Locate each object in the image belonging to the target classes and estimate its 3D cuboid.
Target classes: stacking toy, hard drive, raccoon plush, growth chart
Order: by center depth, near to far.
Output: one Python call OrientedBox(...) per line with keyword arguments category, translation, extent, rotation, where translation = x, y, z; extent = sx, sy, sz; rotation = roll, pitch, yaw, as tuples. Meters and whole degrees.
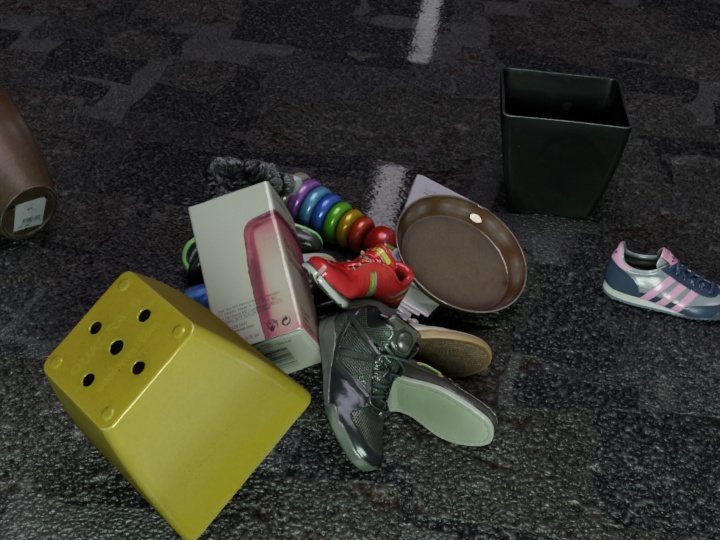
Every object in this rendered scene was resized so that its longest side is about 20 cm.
OrientedBox(category="raccoon plush", translation=(-0.143, -0.077, 1.708), extent=(0.096, 0.136, 0.198), rotation=(2, -4, 44))
OrientedBox(category="growth chart", translation=(0.065, 0.010, 1.714), extent=(0.144, 0.018, 0.199), rotation=(36, 35, 17))
OrientedBox(category="stacking toy", translation=(-0.027, -0.071, 1.829), extent=(0.198, 0.086, 0.085), rotation=(26, 36, 24))
OrientedBox(category="hard drive", translation=(0.126, -0.071, 1.846), extent=(0.131, 0.027, 0.200), rotation=(27, 26, -2))

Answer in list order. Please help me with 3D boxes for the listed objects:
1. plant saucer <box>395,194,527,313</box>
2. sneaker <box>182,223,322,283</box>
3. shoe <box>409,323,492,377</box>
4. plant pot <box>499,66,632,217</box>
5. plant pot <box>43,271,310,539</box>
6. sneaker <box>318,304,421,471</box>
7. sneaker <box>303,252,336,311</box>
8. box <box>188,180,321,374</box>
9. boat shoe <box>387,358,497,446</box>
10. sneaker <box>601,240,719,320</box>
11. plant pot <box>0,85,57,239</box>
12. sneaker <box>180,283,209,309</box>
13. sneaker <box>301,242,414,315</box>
OrientedBox(category="plant saucer", translation=(0.135, -0.017, 1.719), extent=(0.197, 0.035, 0.202), rotation=(12, 49, -15))
OrientedBox(category="sneaker", translation=(-0.147, -0.012, 1.724), extent=(0.197, 0.078, 0.084), rotation=(-10, 38, -5))
OrientedBox(category="shoe", translation=(0.069, 0.090, 1.578), extent=(0.196, 0.071, 0.054), rotation=(5, 38, 4))
OrientedBox(category="plant pot", translation=(0.314, -0.198, 1.991), extent=(0.196, 0.180, 0.200), rotation=(5, 31, 2))
OrientedBox(category="plant pot", translation=(-0.208, 0.122, 1.297), extent=(0.199, 0.177, 0.201), rotation=(34, 78, 38))
OrientedBox(category="sneaker", translation=(0.016, 0.125, 1.430), extent=(0.113, 0.076, 0.202), rotation=(-26, 51, 25))
OrientedBox(category="sneaker", translation=(-0.102, 0.026, 1.658), extent=(0.197, 0.071, 0.090), rotation=(-9, 30, -27))
OrientedBox(category="box", translation=(-0.123, 0.017, 1.510), extent=(0.107, 0.128, 0.203), rotation=(-18, 67, 6))
OrientedBox(category="boat shoe", translation=(0.082, 0.146, 1.485), extent=(0.199, 0.073, 0.060), rotation=(21, 38, 28))
OrientedBox(category="sneaker", translation=(0.444, 0.014, 1.750), extent=(0.197, 0.083, 0.070), rotation=(10, 30, 8))
OrientedBox(category="plant pot", translation=(-0.530, -0.142, 1.796), extent=(0.186, 0.189, 0.200), rotation=(-23, 56, -39))
OrientedBox(category="sneaker", translation=(-0.155, 0.065, 1.593), extent=(0.196, 0.067, 0.079), rotation=(3, 34, -4))
OrientedBox(category="sneaker", translation=(0.000, 0.000, 1.553), extent=(0.077, 0.085, 0.199), rotation=(44, 15, 29))
